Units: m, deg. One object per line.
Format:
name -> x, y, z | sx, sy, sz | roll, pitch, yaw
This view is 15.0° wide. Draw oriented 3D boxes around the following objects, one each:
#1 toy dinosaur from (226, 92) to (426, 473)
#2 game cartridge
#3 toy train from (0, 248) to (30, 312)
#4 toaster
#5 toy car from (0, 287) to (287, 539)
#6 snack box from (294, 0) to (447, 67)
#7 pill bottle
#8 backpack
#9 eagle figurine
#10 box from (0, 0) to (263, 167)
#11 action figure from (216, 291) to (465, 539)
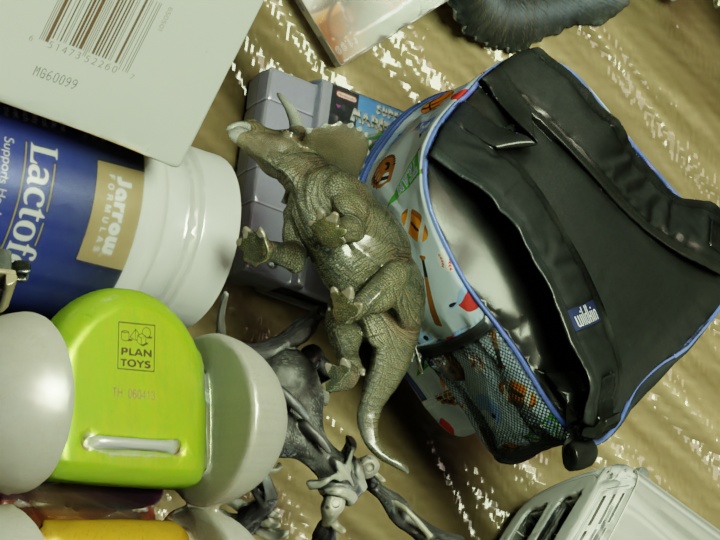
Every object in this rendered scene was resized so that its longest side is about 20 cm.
toy dinosaur -> 0.000, 0.000, 1.379 | 0.201, 0.077, 0.102 | 59, 34, -2
game cartridge -> 0.019, -0.027, 1.546 | 0.199, 0.038, 0.130 | 20, 69, -28
toy train -> -0.251, 0.003, 1.257 | 0.199, 0.034, 0.046 | 3, 62, -13
toaster -> 0.129, 0.203, 1.498 | 0.129, 0.114, 0.200 | 41, 60, -12
toy car -> -0.139, 0.108, 1.311 | 0.174, 0.150, 0.201 | 6, 88, -38
snack box -> 0.052, -0.199, 1.568 | 0.199, 0.024, 0.072 | -32, 93, -5
pill bottle -> -0.167, -0.035, 1.366 | 0.199, 0.116, 0.116 | 14, 67, -31
backpack -> 0.086, -0.013, 1.475 | 0.200, 0.154, 0.191 | -45, 110, -42
eagle figurine -> 0.140, -0.219, 1.655 | 0.199, 0.152, 0.152 | -2, 29, -5
box -> -0.156, -0.158, 1.353 | 0.152, 0.200, 0.107 | 19, 108, -28
action figure -> -0.034, 0.103, 1.425 | 0.200, 0.102, 0.119 | 50, 58, -13
